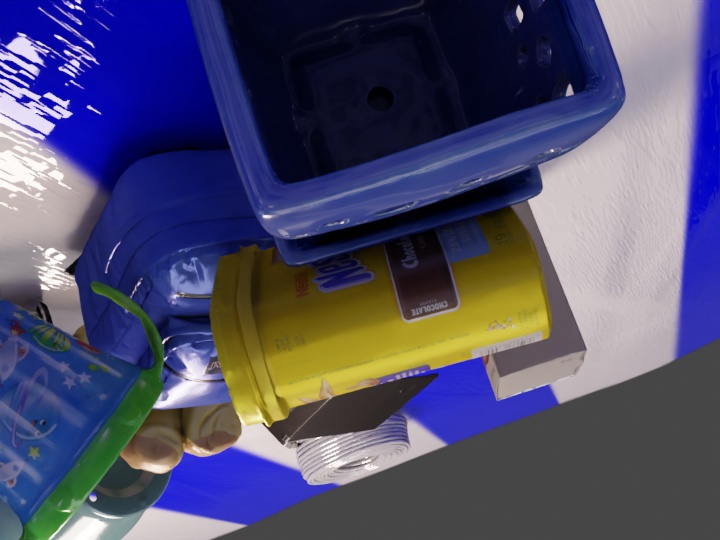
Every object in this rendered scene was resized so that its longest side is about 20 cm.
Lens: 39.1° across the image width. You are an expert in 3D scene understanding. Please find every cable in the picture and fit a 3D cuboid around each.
[{"bbox_3d":[-0.010,0.303,1.727,0.199,0.070,0.200,-21,158,5],"label":"cable"}]

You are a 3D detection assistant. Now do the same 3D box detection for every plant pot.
[{"bbox_3d":[0.013,-0.120,0.589,0.199,0.201,0.180,-17,165,-6],"label":"plant pot"},{"bbox_3d":[-0.303,0.214,1.078,0.199,0.201,0.188,4,157,-44],"label":"plant pot"}]

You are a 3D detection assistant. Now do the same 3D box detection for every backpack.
[{"bbox_3d":[-0.122,0.005,0.813,0.162,0.168,0.200,-9,150,-34],"label":"backpack"}]

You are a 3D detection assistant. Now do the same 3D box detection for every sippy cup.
[{"bbox_3d":[-0.227,0.094,0.702,0.140,0.130,0.178,-45,-170,37],"label":"sippy cup"}]

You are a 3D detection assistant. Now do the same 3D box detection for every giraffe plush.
[{"bbox_3d":[-0.200,0.094,0.992,0.172,0.201,0.162,20,163,-15],"label":"giraffe plush"}]

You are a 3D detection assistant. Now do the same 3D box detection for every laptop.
[{"bbox_3d":[-0.047,0.124,1.215,0.116,0.200,0.187,-43,176,-38],"label":"laptop"}]

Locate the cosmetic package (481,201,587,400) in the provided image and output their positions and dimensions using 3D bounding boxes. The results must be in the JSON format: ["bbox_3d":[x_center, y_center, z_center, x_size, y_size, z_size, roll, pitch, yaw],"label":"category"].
[{"bbox_3d":[0.138,0.011,0.976,0.087,0.201,0.103,-18,158,-1],"label":"cosmetic package"}]

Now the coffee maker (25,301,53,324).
[{"bbox_3d":[-0.364,0.132,0.887,0.199,0.193,0.135,-7,172,-22],"label":"coffee maker"}]

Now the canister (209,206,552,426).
[{"bbox_3d":[0.011,0.017,0.666,0.199,0.087,0.149,-15,-160,1],"label":"canister"}]
